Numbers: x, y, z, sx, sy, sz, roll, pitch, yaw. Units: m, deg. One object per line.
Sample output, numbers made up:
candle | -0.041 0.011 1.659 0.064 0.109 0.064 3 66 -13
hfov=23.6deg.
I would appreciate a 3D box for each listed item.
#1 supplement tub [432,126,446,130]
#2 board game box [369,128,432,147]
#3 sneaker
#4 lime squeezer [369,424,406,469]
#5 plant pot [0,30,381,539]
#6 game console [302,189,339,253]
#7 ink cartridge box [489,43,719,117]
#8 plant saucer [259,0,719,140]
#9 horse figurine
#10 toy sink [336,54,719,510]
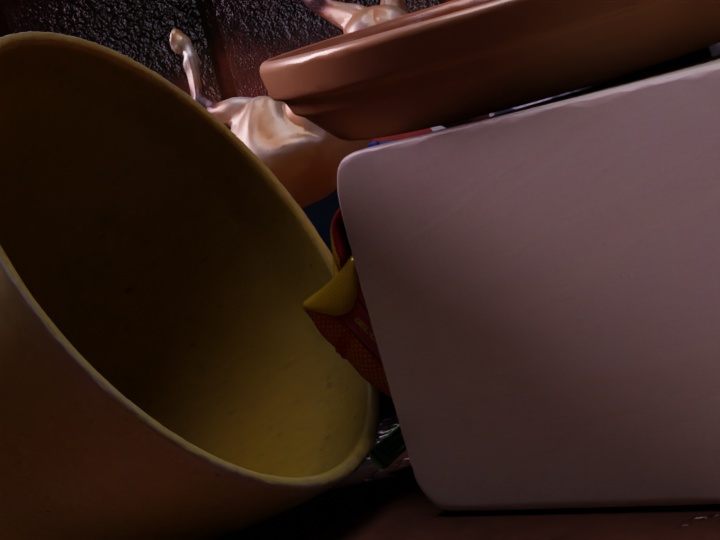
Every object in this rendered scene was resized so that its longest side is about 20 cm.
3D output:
supplement tub | 0.014 -0.028 1.097 0.122 0.123 0.200 -12 7 27
board game box | -0.046 -0.004 0.940 0.200 0.019 0.103 -51 -18 27
sneaker | 0.030 -0.010 0.701 0.073 0.077 0.200 -43 3 17
lime squeezer | 0.069 0.016 0.739 0.200 0.038 0.071 -44 -27 -17
plant pot | -0.111 0.034 0.647 0.142 0.200 0.200 -40 -6 25
game console | 0.000 0.000 0.880 0.200 0.119 0.171 -16 7 -14
ink cartridge box | 0.100 -0.098 0.740 0.099 0.039 0.200 -33 33 20
plant saucer | 0.063 -0.086 0.623 0.200 0.038 0.200 -16 10 3
horse figurine | -0.025 -0.082 0.766 0.200 0.133 0.050 -39 -33 -5
toy sink | 0.111 -0.002 0.562 0.200 0.131 0.112 -11 7 44
